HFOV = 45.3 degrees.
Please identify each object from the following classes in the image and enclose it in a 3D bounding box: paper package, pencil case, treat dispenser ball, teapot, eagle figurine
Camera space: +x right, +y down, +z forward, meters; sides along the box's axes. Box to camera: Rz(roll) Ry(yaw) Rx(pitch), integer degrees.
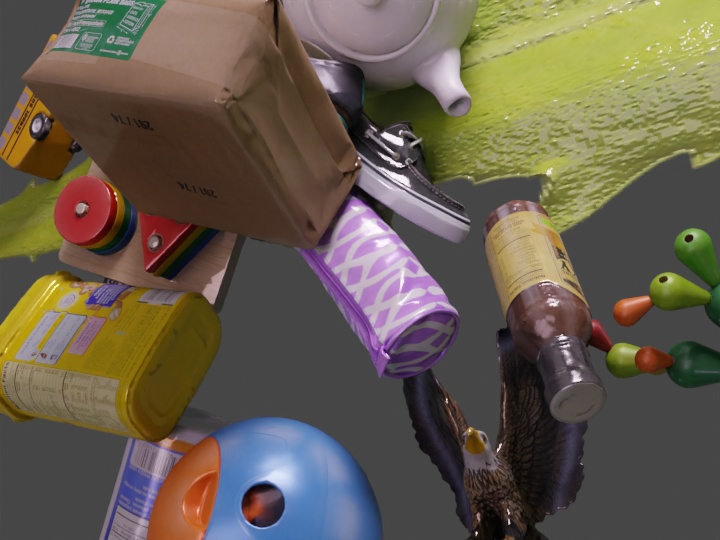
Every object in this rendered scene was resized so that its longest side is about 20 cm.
[{"bbox_3d":[-0.127,-0.122,0.687,0.197,0.191,0.105,13,64,28],"label":"paper package"},{"bbox_3d":[0.000,0.000,0.726,0.200,0.084,0.085,49,131,36],"label":"pencil case"},{"bbox_3d":[-0.078,0.226,0.722,0.198,0.200,0.205,-6,78,29],"label":"treat dispenser ball"},{"bbox_3d":[0.011,-0.250,0.749,0.196,0.146,0.201,8,109,7],"label":"teapot"},{"bbox_3d":[0.104,0.151,0.690,0.149,0.152,0.202,14,47,-5],"label":"eagle figurine"}]

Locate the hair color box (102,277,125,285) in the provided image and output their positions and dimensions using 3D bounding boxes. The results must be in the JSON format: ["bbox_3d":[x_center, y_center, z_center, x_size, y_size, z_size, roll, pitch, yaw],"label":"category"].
[{"bbox_3d":[-0.233,0.059,0.925,0.099,0.060,0.203,19,91,31],"label":"hair color box"}]

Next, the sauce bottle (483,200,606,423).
[{"bbox_3d":[0.140,0.027,0.659,0.064,0.065,0.202,-33,36,21],"label":"sauce bottle"}]

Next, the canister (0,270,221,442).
[{"bbox_3d":[-0.246,0.080,0.819,0.197,0.087,0.150,4,50,30],"label":"canister"}]

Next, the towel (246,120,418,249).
[{"bbox_3d":[-0.041,-0.087,0.854,0.197,0.036,0.151,17,89,32],"label":"towel"}]

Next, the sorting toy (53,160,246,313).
[{"bbox_3d":[-0.205,-0.084,0.861,0.197,0.070,0.202,15,83,22],"label":"sorting toy"}]

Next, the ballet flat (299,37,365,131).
[{"bbox_3d":[-0.084,-0.177,0.750,0.197,0.073,0.074,19,90,14],"label":"ballet flat"}]

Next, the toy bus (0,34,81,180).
[{"bbox_3d":[-0.361,-0.211,1.048,0.078,0.065,0.202,36,100,32],"label":"toy bus"}]

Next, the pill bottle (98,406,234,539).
[{"bbox_3d":[-0.190,0.240,0.837,0.111,0.112,0.204,16,90,31],"label":"pill bottle"}]

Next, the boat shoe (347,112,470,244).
[{"bbox_3d":[0.023,-0.101,0.759,0.199,0.072,0.071,37,97,14],"label":"boat shoe"}]

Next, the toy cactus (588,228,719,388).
[{"bbox_3d":[0.275,0.044,0.625,0.199,0.102,0.166,-36,84,17],"label":"toy cactus"}]
